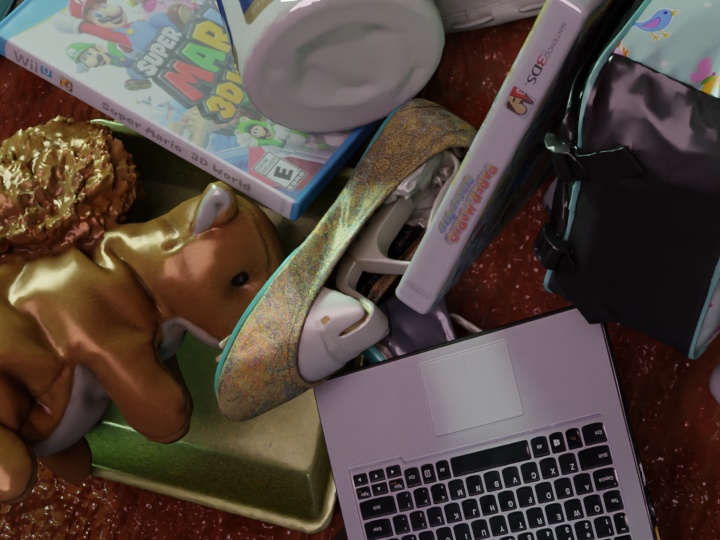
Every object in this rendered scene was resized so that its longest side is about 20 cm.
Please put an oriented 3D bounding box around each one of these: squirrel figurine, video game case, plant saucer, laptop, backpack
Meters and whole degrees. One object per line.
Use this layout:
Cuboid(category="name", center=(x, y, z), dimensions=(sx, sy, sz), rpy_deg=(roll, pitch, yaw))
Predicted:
Cuboid(category="squirrel figurine", center=(-0.141, 0.000, 1.049), dimensions=(0.186, 0.142, 0.200), rpy_deg=(-35, 78, 6))
Cuboid(category="video game case", center=(-0.083, -0.122, 1.091), dimensions=(0.199, 0.018, 0.143), rpy_deg=(29, 52, 12))
Cuboid(category="plant saucer", center=(-0.081, 0.030, 1.119), dimensions=(0.199, 0.048, 0.201), rpy_deg=(12, 89, 20))
Cuboid(category="laptop", center=(0.035, 0.136, 0.941), dimensions=(0.187, 0.116, 0.201), rpy_deg=(-18, 82, 37))
Cuboid(category="backpack", center=(0.181, -0.077, 0.895), dimensions=(0.153, 0.176, 0.201), rpy_deg=(18, 58, 14))
Cuboid(category="video game case", center=(0.098, -0.090, 0.958), dimensions=(0.023, 0.200, 0.182), rpy_deg=(33, 126, 9))

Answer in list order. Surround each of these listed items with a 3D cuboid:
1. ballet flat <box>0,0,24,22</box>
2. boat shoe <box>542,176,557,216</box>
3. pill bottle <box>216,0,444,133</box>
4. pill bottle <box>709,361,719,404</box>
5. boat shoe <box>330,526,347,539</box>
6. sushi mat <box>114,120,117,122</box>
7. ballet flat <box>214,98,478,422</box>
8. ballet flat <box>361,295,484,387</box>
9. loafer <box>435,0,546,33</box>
Cuboid(category="ballet flat", center=(-0.203, -0.215, 1.172), dimensions=(0.067, 0.062, 0.200), rpy_deg=(34, 102, -26))
Cuboid(category="boat shoe", center=(0.193, -0.077, 1.030), dimensions=(0.091, 0.071, 0.200), rpy_deg=(44, 104, 13))
Cuboid(category="pill bottle", center=(-0.032, -0.182, 1.066), dimensions=(0.111, 0.111, 0.201), rpy_deg=(-28, 54, 14))
Cuboid(category="pill bottle", center=(0.276, 0.018, 0.966), dimensions=(0.112, 0.112, 0.200), rpy_deg=(43, 99, 17))
Cuboid(category="boat shoe", center=(-0.023, 0.229, 1.080), dimensions=(0.076, 0.072, 0.200), rpy_deg=(33, 96, -7))
Cuboid(category="sushi mat", center=(-0.108, -0.168, 1.164), dimensions=(0.095, 0.012, 0.201), rpy_deg=(-6, 84, 16))
Cuboid(category="ballet flat", center=(0.000, 0.000, 1.012), dimensions=(0.070, 0.071, 0.200), rpy_deg=(30, 77, 18))
Cuboid(category="ballet flat", center=(0.078, 0.092, 1.044), dimensions=(0.073, 0.073, 0.200), rpy_deg=(-36, 89, 12))
Cuboid(category="loafer", center=(0.126, -0.166, 1.064), dimensions=(0.199, 0.070, 0.070), rpy_deg=(-2, 120, 19))
